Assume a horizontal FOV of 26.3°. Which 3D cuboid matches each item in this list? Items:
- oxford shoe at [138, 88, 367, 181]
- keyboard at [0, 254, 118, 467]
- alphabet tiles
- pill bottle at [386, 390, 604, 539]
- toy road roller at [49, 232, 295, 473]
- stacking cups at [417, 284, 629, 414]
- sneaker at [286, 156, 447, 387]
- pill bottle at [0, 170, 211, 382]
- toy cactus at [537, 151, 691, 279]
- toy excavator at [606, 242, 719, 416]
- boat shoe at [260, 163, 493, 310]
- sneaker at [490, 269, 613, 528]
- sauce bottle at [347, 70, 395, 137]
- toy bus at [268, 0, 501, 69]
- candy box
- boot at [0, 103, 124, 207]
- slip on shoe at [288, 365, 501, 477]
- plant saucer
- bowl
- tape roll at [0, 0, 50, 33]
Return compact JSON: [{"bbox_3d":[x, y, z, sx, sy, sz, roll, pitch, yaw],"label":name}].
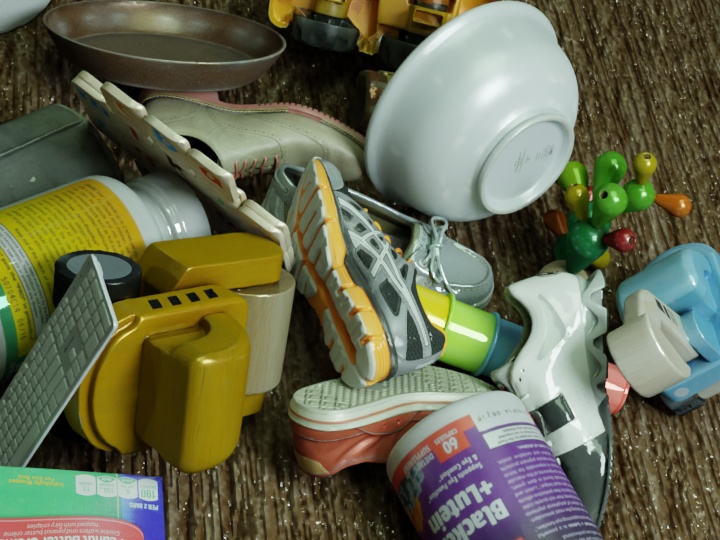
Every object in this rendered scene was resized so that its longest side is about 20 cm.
[{"bbox_3d":[-0.089,-0.094,1.257,0.199,0.071,0.075,10,50,0],"label":"oxford shoe"},{"bbox_3d":[-0.200,0.074,0.970,0.011,0.200,0.056,9,45,-33],"label":"keyboard"},{"bbox_3d":[-0.129,-0.072,1.141,0.200,0.196,0.015,38,79,12],"label":"alphabet tiles"},{"bbox_3d":[0.107,0.192,1.056,0.111,0.112,0.200,-11,56,-30],"label":"pill bottle"},{"bbox_3d":[-0.108,0.061,1.027,0.200,0.123,0.146,-10,28,-42],"label":"toy road roller"},{"bbox_3d":[0.113,0.068,1.211,0.200,0.061,0.061,23,46,-11],"label":"stacking cups"},{"bbox_3d":[0.000,0.000,1.149,0.077,0.078,0.200,-4,56,-26],"label":"sneaker"},{"bbox_3d":[-0.208,-0.002,1.091,0.200,0.113,0.113,-25,64,-37],"label":"pill bottle"},{"bbox_3d":[0.186,-0.016,1.263,0.102,0.200,0.165,24,86,-8],"label":"toy cactus"},{"bbox_3d":[0.239,0.041,1.188,0.200,0.100,0.195,36,33,-38],"label":"toy excavator"},{"bbox_3d":[0.017,-0.024,1.237,0.202,0.065,0.075,24,46,-2],"label":"boat shoe"},{"bbox_3d":[0.141,0.101,1.156,0.088,0.074,0.201,-2,79,-4],"label":"sneaker"},{"bbox_3d":[0.090,-0.132,1.363,0.199,0.066,0.066,8,49,-16],"label":"sauce bottle"},{"bbox_3d":[0.026,-0.263,1.407,0.199,0.136,0.192,13,13,-2],"label":"toy bus"},{"bbox_3d":[-0.204,0.220,0.925,0.169,0.077,0.200,6,50,-19],"label":"candy box"},{"bbox_3d":[-0.301,-0.086,1.153,0.200,0.073,0.182,-35,84,-33],"label":"boot"},{"bbox_3d":[0.027,0.109,1.136,0.200,0.061,0.074,-8,22,-42],"label":"slip on shoe"},{"bbox_3d":[-0.162,-0.184,1.275,0.200,0.035,0.200,6,21,-2],"label":"plant saucer"},{"bbox_3d":[0.108,-0.109,1.249,0.201,0.201,0.090,-17,49,-33],"label":"bowl"},{"bbox_3d":[-0.352,-0.291,1.310,0.202,0.071,0.203,11,48,-13],"label":"tape roll"}]
